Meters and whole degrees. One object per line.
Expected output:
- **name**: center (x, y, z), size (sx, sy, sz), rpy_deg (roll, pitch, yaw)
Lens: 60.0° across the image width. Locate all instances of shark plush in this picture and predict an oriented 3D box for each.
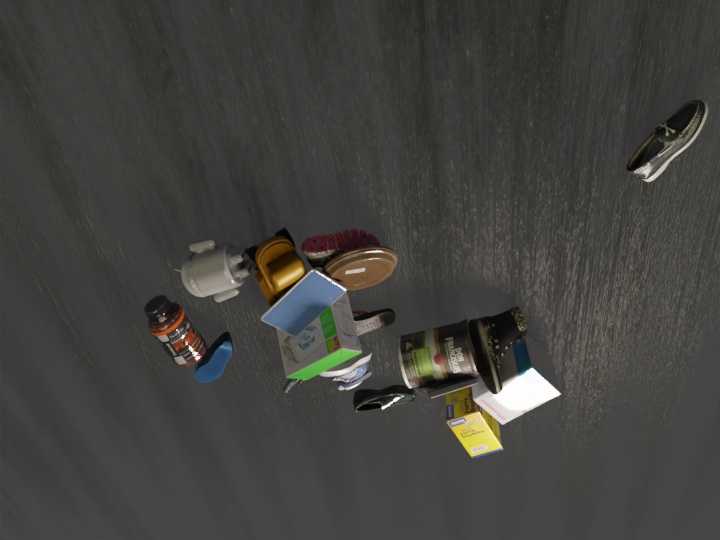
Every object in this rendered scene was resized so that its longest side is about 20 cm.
- **shark plush**: center (-0.172, 0.290, 1.810), size (0.198, 0.084, 0.091), rpy_deg (-33, 121, 25)

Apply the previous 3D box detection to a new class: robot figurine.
- **robot figurine**: center (-0.369, 0.000, 1.572), size (0.195, 0.113, 0.173), rpy_deg (-14, 111, 14)

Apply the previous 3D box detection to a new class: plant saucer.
- **plant saucer**: center (0.000, 0.000, 1.547), size (0.195, 0.030, 0.201), rpy_deg (-12, 155, -5)

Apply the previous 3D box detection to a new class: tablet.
- **tablet**: center (-0.140, 0.081, 1.538), size (0.199, 0.014, 0.129), rpy_deg (-42, 133, 19)

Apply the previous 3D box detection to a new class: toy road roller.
- **toy road roller**: center (-0.187, 0.011, 1.521), size (0.121, 0.146, 0.203), rpy_deg (-29, 124, -13)

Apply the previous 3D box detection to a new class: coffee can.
- **coffee can**: center (0.212, 0.229, 1.701), size (0.195, 0.148, 0.148), rpy_deg (-15, 127, 14)

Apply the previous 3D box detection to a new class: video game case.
- **video game case**: center (0.226, 0.311, 1.730), size (0.139, 0.200, 0.019), rpy_deg (-15, 92, -12)

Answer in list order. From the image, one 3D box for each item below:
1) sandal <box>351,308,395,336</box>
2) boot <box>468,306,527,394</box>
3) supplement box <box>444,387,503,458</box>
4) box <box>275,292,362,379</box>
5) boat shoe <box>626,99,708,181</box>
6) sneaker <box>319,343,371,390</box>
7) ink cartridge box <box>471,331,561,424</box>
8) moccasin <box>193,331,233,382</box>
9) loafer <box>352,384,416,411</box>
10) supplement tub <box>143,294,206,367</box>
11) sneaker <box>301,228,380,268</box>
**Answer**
- **sandal**: center (-0.001, 0.140, 1.716), size (0.195, 0.046, 0.076), rpy_deg (-14, 134, -5)
- **boot**: center (0.380, 0.208, 1.649), size (0.151, 0.073, 0.209), rpy_deg (-18, 92, -20)
- **supplement box**: center (0.347, 0.461, 1.902), size (0.108, 0.110, 0.201), rpy_deg (-22, 125, 20)
- **box**: center (-0.113, 0.165, 1.637), size (0.197, 0.180, 0.096), rpy_deg (-28, 154, 27)
- **boat shoe**: center (0.649, -0.277, 1.325), size (0.059, 0.077, 0.202), rpy_deg (14, 127, -16)
- **sneaker**: center (-0.057, 0.298, 1.765), size (0.197, 0.080, 0.149), rpy_deg (-15, 134, -41)
- **ink cartridge box**: center (0.425, 0.299, 1.746), size (0.199, 0.148, 0.146), rpy_deg (-36, 120, 27)
- **moccasin**: center (-0.417, 0.253, 1.807), size (0.079, 0.069, 0.200), rpy_deg (28, 126, -28)
- **loafer**: center (0.074, 0.395, 1.889), size (0.195, 0.071, 0.069), rpy_deg (-7, 129, 9)
- **supplement tub**: center (-0.513, 0.164, 1.714), size (0.105, 0.108, 0.202), rpy_deg (-15, 127, 15)
- **sneaker**: center (-0.048, -0.045, 1.550), size (0.194, 0.075, 0.088), rpy_deg (-6, 145, -3)
